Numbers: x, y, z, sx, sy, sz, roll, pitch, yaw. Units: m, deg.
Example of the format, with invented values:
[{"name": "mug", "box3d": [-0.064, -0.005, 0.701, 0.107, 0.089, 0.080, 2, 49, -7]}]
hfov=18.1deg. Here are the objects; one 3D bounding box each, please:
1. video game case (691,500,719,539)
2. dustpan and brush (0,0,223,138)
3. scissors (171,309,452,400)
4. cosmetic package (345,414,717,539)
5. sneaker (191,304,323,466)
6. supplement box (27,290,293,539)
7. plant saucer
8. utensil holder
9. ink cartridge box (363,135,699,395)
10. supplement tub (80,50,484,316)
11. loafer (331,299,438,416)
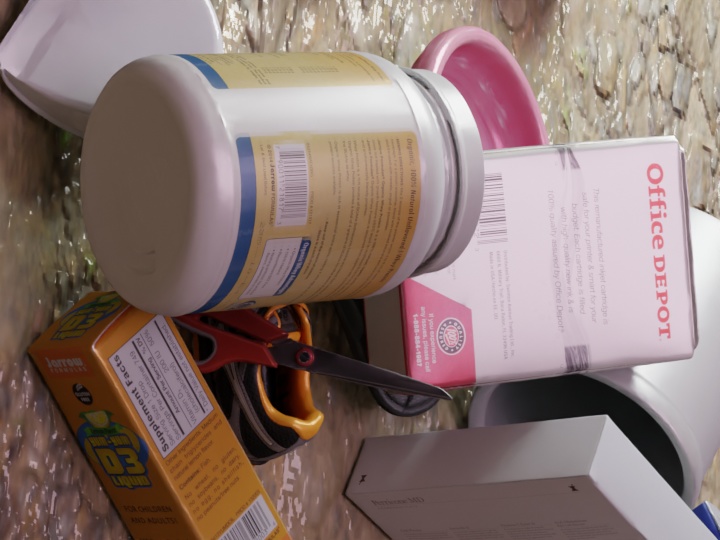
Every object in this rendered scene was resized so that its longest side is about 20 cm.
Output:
[{"name": "video game case", "box3d": [0.223, 0.264, 1.599, 0.181, 0.200, 0.046, 31, 27, -42]}, {"name": "dustpan and brush", "box3d": [-0.110, -0.112, 1.354, 0.200, 0.057, 0.140, 34, 66, -10]}, {"name": "scissors", "box3d": [-0.047, 0.054, 1.341, 0.073, 0.199, 0.014, -59, 172, -4]}, {"name": "cosmetic package", "box3d": [0.112, 0.163, 1.476, 0.151, 0.199, 0.052, 45, 52, -35]}, {"name": "sneaker", "box3d": [-0.068, 0.021, 1.387, 0.078, 0.077, 0.201, -14, 93, -47]}, {"name": "supplement box", "box3d": [-0.114, 0.109, 1.327, 0.069, 0.066, 0.201, -42, 114, -40]}, {"name": "plant saucer", "box3d": [0.074, -0.066, 1.563, 0.200, 0.051, 0.202, 27, 58, -55]}, {"name": "utensil holder", "box3d": [0.193, 0.069, 1.612, 0.170, 0.169, 0.200, 59, 44, -24]}, {"name": "ink cartridge box", "box3d": [0.105, -0.005, 1.442, 0.199, 0.083, 0.147, -6, 93, -18]}, {"name": "supplement tub", "box3d": [-0.043, -0.052, 1.288, 0.199, 0.144, 0.145, -4, 87, -36]}, {"name": "loafer", "box3d": [0.000, 0.000, 1.495, 0.072, 0.063, 0.201, -16, 92, -18]}]
